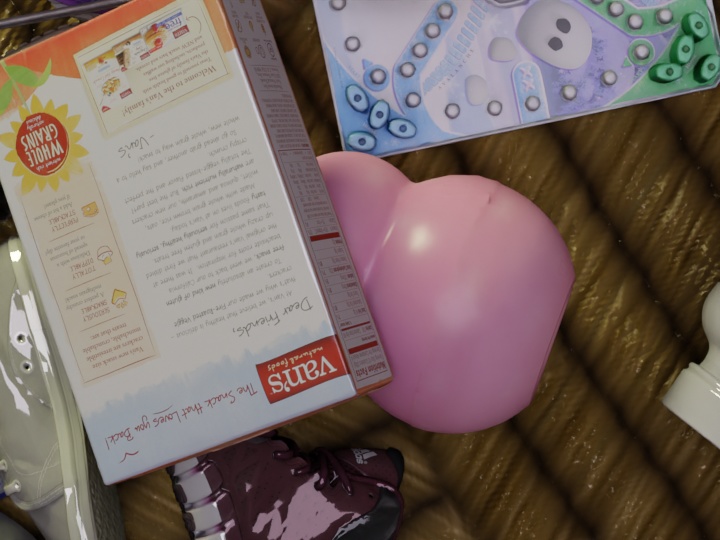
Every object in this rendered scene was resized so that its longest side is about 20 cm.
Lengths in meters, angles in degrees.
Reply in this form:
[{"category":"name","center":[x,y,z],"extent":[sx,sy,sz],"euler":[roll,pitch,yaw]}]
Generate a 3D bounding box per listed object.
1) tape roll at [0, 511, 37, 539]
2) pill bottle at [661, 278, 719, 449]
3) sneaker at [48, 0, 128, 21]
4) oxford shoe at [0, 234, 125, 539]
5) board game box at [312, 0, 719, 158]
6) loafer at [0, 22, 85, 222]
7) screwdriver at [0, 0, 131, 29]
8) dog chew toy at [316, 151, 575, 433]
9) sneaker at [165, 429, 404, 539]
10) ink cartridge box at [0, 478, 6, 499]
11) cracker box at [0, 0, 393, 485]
[{"category":"tape roll","center":[-0.233,0.210,1.004],"extent":[0.199,0.066,0.202],"euler":[-2,102,-8]},{"category":"pill bottle","center":[0.240,0.011,0.986],"extent":[0.113,0.113,0.200],"euler":[37,92,-2]},{"category":"sneaker","center":[-0.148,-0.165,0.981],"extent":[0.199,0.083,0.081],"euler":[1,84,-14]},{"category":"oxford shoe","center":[-0.157,0.083,0.994],"extent":[0.057,0.075,0.201],"euler":[-16,84,0]},{"category":"board game box","center":[0.070,-0.172,1.020],"extent":[0.199,0.026,0.201],"euler":[-12,92,1]},{"category":"loafer","center":[-0.203,-0.049,1.003],"extent":[0.199,0.076,0.069],"euler":[-31,87,1]},{"category":"screwdriver","center":[-0.204,-0.118,1.010],"extent":[0.199,0.029,0.028],"euler":[-12,119,8]},{"category":"dog chew toy","center":[0.000,0.000,0.987],"extent":[0.199,0.125,0.125],"euler":[19,93,7]},{"category":"sneaker","center":[-0.041,0.086,1.019],"extent":[0.115,0.076,0.201],"euler":[-18,102,-6]},{"category":"ink cartridge box","center":[-0.295,0.074,1.004],"extent":[0.197,0.047,0.200],"euler":[-28,129,2]},{"category":"cracker box","center":[-0.082,-0.019,0.927],"extent":[0.133,0.058,0.201],"euler":[-20,86,20]}]
